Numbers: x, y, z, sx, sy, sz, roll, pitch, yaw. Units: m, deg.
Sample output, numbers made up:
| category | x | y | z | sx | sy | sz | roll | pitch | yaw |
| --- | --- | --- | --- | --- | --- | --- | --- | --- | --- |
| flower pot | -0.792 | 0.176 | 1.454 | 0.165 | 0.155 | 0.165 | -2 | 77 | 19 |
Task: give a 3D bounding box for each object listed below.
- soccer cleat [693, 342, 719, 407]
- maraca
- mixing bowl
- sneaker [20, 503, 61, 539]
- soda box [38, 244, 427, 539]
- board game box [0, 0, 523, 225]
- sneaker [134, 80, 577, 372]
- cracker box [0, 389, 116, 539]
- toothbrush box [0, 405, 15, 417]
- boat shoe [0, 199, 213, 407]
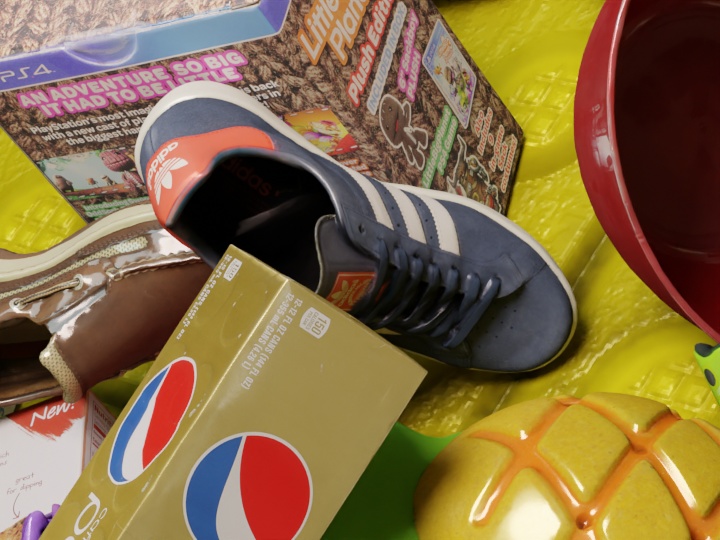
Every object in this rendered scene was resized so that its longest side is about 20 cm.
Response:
| category | x | y | z | sx | sy | sz | roll | pitch | yaw |
| --- | --- | --- | --- | --- | --- | --- | --- | --- | --- |
| soccer cleat | 0.206 | -0.004 | 0.960 | 0.200 | 0.081 | 0.067 | -40 | 11 | -16 |
| maraca | 0.067 | 0.098 | 0.962 | 0.199 | 0.107 | 0.137 | 8 | 33 | -6 |
| mixing bowl | 0.158 | -0.057 | 1.031 | 0.200 | 0.200 | 0.108 | -52 | 17 | -15 |
| sneaker | -0.113 | 0.122 | 1.027 | 0.200 | 0.083 | 0.081 | -31 | 42 | 32 |
| soda box | -0.065 | 0.095 | 0.917 | 0.200 | 0.064 | 0.068 | -58 | 22 | -1 |
| board game box | -0.049 | -0.073 | 1.167 | 0.159 | 0.200 | 0.097 | -8 | 49 | 31 |
| sneaker | 0.000 | 0.000 | 1.073 | 0.075 | 0.200 | 0.085 | -60 | 17 | 21 |
| cracker box | -0.164 | 0.158 | 1.151 | 0.134 | 0.058 | 0.200 | -21 | 43 | 19 |
| toothbrush box | -0.272 | 0.025 | 1.243 | 0.146 | 0.200 | 0.085 | -8 | 50 | 30 |
| boat shoe | -0.115 | 0.026 | 1.158 | 0.202 | 0.075 | 0.075 | -14 | 44 | 21 |
